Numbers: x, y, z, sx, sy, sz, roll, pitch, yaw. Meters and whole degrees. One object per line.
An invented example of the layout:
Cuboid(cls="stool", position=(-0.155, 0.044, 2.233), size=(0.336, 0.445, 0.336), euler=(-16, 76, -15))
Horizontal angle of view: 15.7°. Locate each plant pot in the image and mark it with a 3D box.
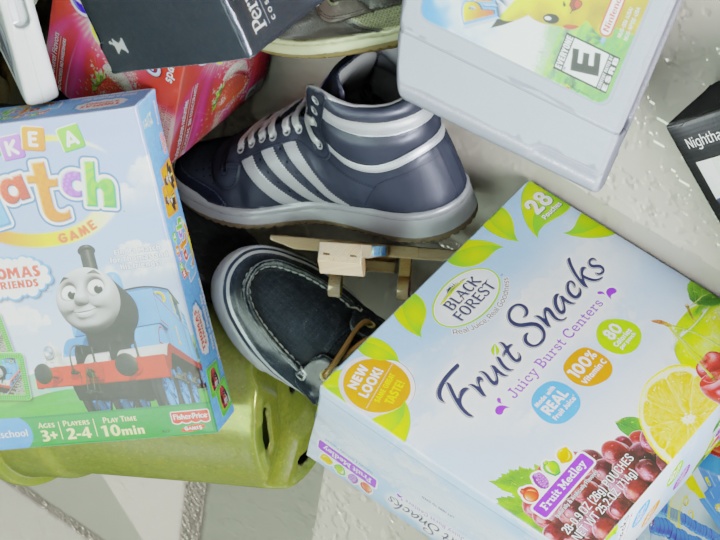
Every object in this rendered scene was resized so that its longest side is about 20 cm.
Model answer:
Cuboid(cls="plant pot", position=(-0.114, 0.053, 1.609), size=(0.184, 0.201, 0.201), euler=(10, 131, 24))

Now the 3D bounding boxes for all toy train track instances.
Cuboid(cls="toy train track", position=(0.000, 0.000, 1.449), size=(0.114, 0.200, 0.033), euler=(5, 90, 6))

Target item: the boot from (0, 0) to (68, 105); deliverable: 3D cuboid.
Cuboid(cls="boot", position=(-0.219, -0.124, 1.626), size=(0.097, 0.075, 0.200), euler=(34, 143, 13))

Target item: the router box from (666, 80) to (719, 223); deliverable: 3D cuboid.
Cuboid(cls="router box", position=(0.261, -0.040, 1.247), size=(0.200, 0.051, 0.149), euler=(-16, 109, 50))

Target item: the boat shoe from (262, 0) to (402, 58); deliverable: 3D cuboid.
Cuboid(cls="boat shoe", position=(0.017, -0.154, 1.376), size=(0.200, 0.072, 0.066), euler=(2, 119, 37))

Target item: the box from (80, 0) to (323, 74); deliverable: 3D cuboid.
Cuboid(cls="box", position=(-0.058, -0.212, 1.283), size=(0.107, 0.200, 0.149), euler=(0, 123, 45))

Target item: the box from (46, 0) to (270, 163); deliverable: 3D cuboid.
Cuboid(cls="box", position=(-0.105, -0.169, 1.454), size=(0.100, 0.095, 0.200), euler=(36, 142, 16))

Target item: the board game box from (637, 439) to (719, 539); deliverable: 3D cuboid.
Cuboid(cls="board game box", position=(0.178, 0.155, 1.503), size=(0.195, 0.056, 0.200), euler=(22, 136, 30))

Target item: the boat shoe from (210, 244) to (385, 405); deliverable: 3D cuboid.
Cuboid(cls="boat shoe", position=(0.006, 0.055, 1.492), size=(0.200, 0.071, 0.091), euler=(42, 165, -13))

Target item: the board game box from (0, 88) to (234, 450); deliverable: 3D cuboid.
Cuboid(cls="board game box", position=(-0.168, 0.002, 1.491), size=(0.151, 0.037, 0.201), euler=(-6, 110, 19))

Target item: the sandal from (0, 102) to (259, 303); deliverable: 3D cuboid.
Cuboid(cls="sandal", position=(-0.154, -0.031, 1.546), size=(0.200, 0.075, 0.048), euler=(31, 133, 7))

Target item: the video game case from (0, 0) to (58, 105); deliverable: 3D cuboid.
Cuboid(cls="video game case", position=(-0.223, -0.213, 1.496), size=(0.200, 0.023, 0.182), euler=(-124, 19, -59))

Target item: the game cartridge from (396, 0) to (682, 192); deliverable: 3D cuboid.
Cuboid(cls="game cartridge", position=(0.093, -0.148, 1.274), size=(0.133, 0.040, 0.200), euler=(28, 123, 13))

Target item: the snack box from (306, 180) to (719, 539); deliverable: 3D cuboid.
Cuboid(cls="snack box", position=(0.097, 0.066, 1.382), size=(0.168, 0.200, 0.068), euler=(33, 141, 19))

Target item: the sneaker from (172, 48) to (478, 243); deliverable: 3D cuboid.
Cuboid(cls="sneaker", position=(-0.032, -0.081, 1.483), size=(0.199, 0.070, 0.109), euler=(7, 133, 32))
